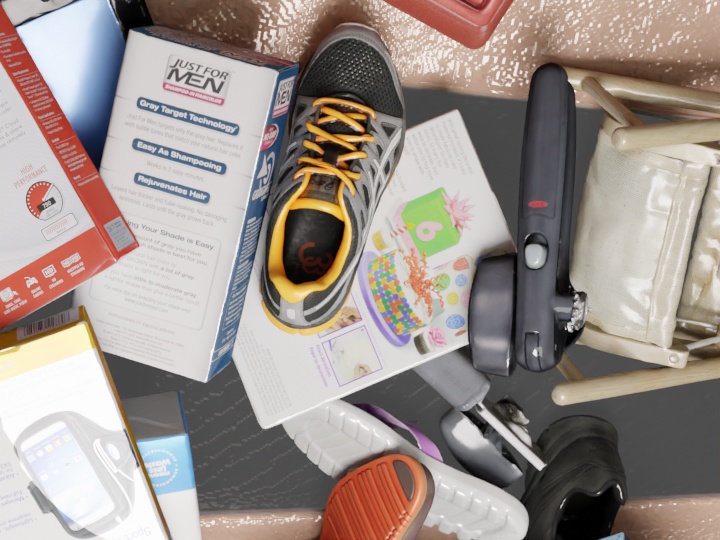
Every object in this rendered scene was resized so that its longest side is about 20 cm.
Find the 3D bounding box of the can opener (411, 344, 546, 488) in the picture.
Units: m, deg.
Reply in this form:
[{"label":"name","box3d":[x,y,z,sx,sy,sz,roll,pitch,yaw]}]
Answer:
[{"label":"can opener","box3d":[0.056,0.084,1.382,0.067,0.053,0.200,-43,115,10]}]

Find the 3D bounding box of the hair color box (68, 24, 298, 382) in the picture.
[{"label":"hair color box","box3d":[-0.111,-0.043,1.221,0.100,0.061,0.201,16,104,9]}]

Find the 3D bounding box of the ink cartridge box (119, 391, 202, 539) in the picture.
[{"label":"ink cartridge box","box3d":[-0.160,0.189,1.282,0.116,0.067,0.201,-9,113,-8]}]

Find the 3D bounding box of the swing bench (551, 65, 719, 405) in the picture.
[{"label":"swing bench","box3d":[0.219,-0.021,1.328,0.199,0.130,0.200,2,114,-19]}]

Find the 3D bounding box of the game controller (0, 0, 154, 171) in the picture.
[{"label":"game controller","box3d":[-0.172,-0.119,1.242,0.104,0.042,0.201,-20,118,-2]}]

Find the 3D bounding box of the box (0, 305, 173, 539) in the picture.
[{"label":"box","box3d":[-0.190,0.133,1.196,0.119,0.041,0.201,-19,110,-4]}]

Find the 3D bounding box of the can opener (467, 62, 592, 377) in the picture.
[{"label":"can opener","box3d":[0.112,-0.032,1.231,0.078,0.063,0.201,7,83,8]}]

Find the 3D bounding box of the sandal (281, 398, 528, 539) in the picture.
[{"label":"sandal","box3d":[0.031,0.133,1.399,0.202,0.050,0.082,33,141,-10]}]

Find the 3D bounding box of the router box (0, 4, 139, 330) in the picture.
[{"label":"router box","box3d":[-0.265,-0.041,1.197,0.200,0.049,0.180,-29,95,16]}]

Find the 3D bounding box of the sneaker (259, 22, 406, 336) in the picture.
[{"label":"sneaker","box3d":[-0.017,-0.059,1.229,0.078,0.077,0.201,10,84,4]}]

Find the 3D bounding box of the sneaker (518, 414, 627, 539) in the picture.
[{"label":"sneaker","box3d":[0.135,0.205,1.434,0.076,0.091,0.201,13,116,-17]}]

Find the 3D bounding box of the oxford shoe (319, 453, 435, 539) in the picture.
[{"label":"oxford shoe","box3d":[0.013,0.194,1.401,0.072,0.071,0.200,0,143,-30]}]

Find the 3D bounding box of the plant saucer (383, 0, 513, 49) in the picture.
[{"label":"plant saucer","box3d":[0.054,-0.255,1.221,0.199,0.037,0.200,25,108,-26]}]

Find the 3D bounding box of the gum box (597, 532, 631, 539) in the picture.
[{"label":"gum box","box3d":[0.150,0.276,1.424,0.199,0.045,0.170,-22,130,31]}]

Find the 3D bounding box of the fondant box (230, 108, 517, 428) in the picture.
[{"label":"fondant box","box3d":[0.000,0.000,1.291,0.199,0.058,0.145,-23,86,0]}]
